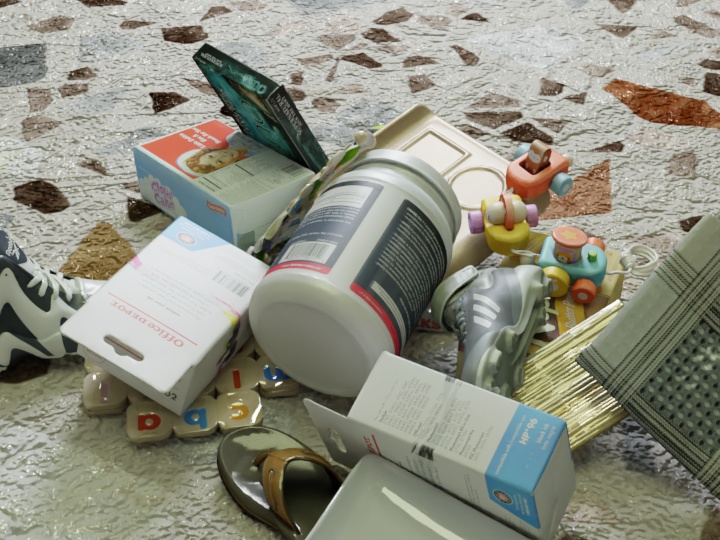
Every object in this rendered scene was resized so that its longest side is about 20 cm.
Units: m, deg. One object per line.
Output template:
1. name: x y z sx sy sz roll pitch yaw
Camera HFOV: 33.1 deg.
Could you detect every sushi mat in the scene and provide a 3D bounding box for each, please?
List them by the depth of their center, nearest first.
1. sushi mat: 0.171 0.106 1.034 0.199 0.012 0.096 -30 55 -11

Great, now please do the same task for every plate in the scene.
1. plate: 0.044 0.242 0.856 0.198 0.033 0.200 27 40 13

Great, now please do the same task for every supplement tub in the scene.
1. supplement tub: 0.000 0.000 1.098 0.139 0.141 0.201 15 49 21

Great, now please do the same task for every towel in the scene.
1. towel: 0.310 0.066 0.989 0.200 0.035 0.193 -46 76 0

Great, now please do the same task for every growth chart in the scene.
1. growth chart: -0.054 -0.067 1.189 0.018 0.200 0.145 44 15 0

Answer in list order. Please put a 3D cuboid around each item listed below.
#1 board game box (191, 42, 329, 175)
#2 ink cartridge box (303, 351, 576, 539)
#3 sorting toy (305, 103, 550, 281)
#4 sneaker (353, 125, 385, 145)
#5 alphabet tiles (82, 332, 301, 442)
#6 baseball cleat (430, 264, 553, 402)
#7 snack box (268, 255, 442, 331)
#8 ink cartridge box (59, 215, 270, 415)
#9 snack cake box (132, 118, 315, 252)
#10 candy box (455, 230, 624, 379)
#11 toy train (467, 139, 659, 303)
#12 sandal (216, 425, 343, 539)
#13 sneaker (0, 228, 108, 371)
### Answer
1. board game box: -0.094 -0.154 1.332 0.028 0.200 0.135 -47 50 -12
2. ink cartridge box: 0.063 0.136 0.954 0.198 0.117 0.068 19 62 25
3. sorting toy: 0.069 -0.074 1.266 0.184 0.037 0.200 -37 57 -22
4. sneaker: 0.027 -0.100 1.359 0.080 0.075 0.200 -14 35 -16
5. alphabet tiles: -0.156 0.089 1.123 0.197 0.015 0.196 -5 34 -8
6. baseball cleat: 0.100 0.057 1.044 0.105 0.071 0.200 3 25 24
7. snack box: -0.001 0.022 1.216 0.197 0.025 0.072 6 35 8
8. ink cartridge box: -0.172 0.048 1.086 0.114 0.068 0.200 29 39 10
9. snack cake box: -0.150 -0.094 1.340 0.114 0.068 0.199 -25 38 -31
10. candy box: 0.177 0.042 1.162 0.114 0.056 0.200 14 37 19
11. toy train: 0.191 -0.059 1.176 0.149 0.056 0.200 -27 51 -20
12. sandal: -0.047 0.179 0.954 0.081 0.055 0.200 -17 39 -23
13. sneaker: -0.298 0.010 1.121 0.197 0.131 0.080 -14 28 -12
